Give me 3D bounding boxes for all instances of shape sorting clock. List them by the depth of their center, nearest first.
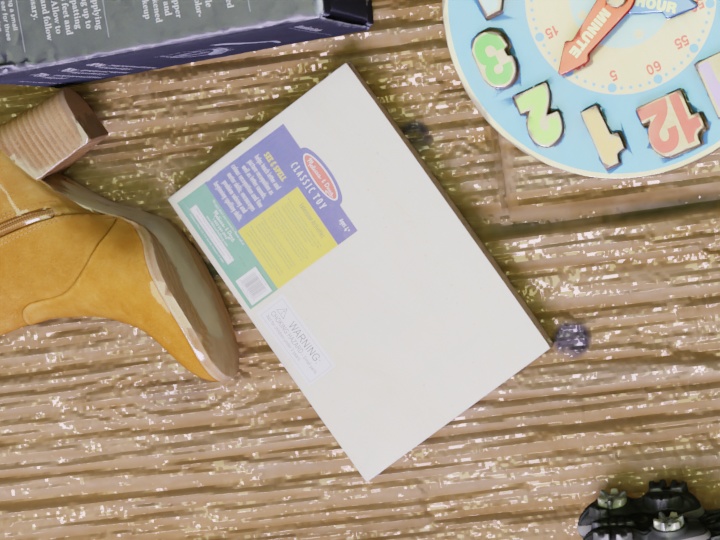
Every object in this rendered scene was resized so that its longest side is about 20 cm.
[{"bbox_3d":[0.143,-0.150,1.475,0.199,0.039,0.201,1,93,10],"label":"shape sorting clock"}]

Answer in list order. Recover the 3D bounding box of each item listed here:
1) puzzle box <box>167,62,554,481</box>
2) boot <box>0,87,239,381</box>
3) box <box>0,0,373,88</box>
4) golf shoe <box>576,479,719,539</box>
[{"bbox_3d":[0.000,0.000,1.517,0.133,0.025,0.200,-36,86,11],"label":"puzzle box"},{"bbox_3d":[-0.172,0.011,1.535,0.144,0.071,0.202,-36,83,17],"label":"boot"},{"bbox_3d":[-0.106,-0.168,1.466,0.199,0.148,0.105,-10,91,10],"label":"box"},{"bbox_3d":[0.219,0.161,1.471,0.199,0.077,0.089,-4,111,14],"label":"golf shoe"}]
